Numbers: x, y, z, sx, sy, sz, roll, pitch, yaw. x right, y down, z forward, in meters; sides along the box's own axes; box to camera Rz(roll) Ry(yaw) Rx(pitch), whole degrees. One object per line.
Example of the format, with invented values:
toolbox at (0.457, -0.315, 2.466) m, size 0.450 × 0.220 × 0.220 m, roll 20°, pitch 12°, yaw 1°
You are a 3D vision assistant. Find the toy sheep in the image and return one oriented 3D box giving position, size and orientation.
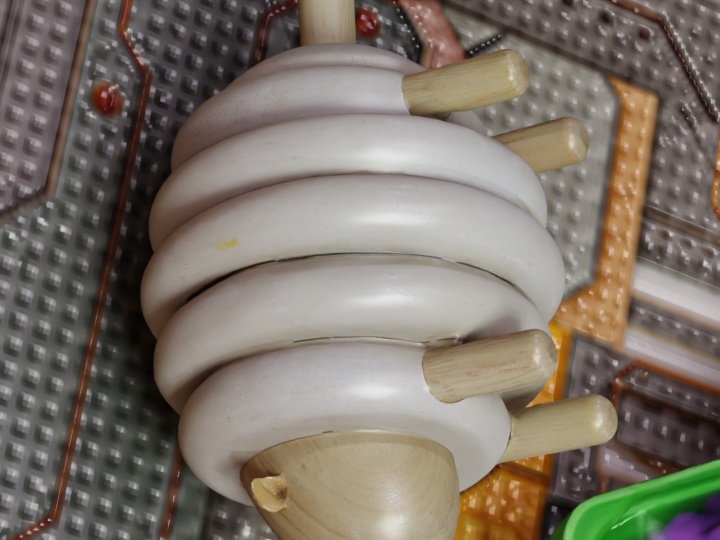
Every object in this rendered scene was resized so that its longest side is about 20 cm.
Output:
toy sheep at (0.000, 0.000, 0.868) m, size 0.138 × 0.138 × 0.200 m, roll 15°, pitch 57°, yaw -28°

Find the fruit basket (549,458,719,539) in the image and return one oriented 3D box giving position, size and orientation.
fruit basket at (0.151, 0.148, 0.878) m, size 0.155 × 0.216 × 0.216 m, roll -13°, pitch 84°, yaw -34°
